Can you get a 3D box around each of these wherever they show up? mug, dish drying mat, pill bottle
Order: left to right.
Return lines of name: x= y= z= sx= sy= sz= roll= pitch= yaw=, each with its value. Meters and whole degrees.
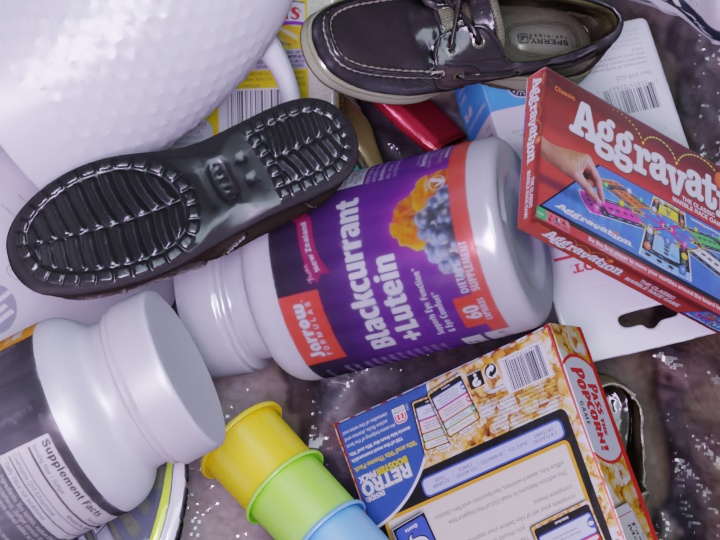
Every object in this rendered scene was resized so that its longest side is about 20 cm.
pill bottle: x=-0.182 y=0.095 z=1.480 sx=0.199 sy=0.116 sz=0.117 roll=-27 pitch=78 yaw=9
mug: x=-0.117 y=-0.122 z=1.523 sx=0.175 sy=0.148 sz=0.200 roll=-35 pitch=113 yaw=6
dish drying mat: x=-0.019 y=-0.141 z=1.643 sx=0.200 sy=0.077 sz=0.018 roll=44 pitch=105 yaw=5
pill bottle: x=0.000 y=0.000 z=1.547 sx=0.199 sy=0.111 sz=0.112 roll=-14 pitch=74 yaw=17

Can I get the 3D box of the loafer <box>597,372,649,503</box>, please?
loafer: x=0.127 y=0.150 z=1.575 sx=0.076 sy=0.067 sz=0.201 roll=4 pitch=73 yaw=-8

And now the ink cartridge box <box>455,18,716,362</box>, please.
ink cartridge box: x=0.141 y=-0.039 z=1.635 sx=0.115 sy=0.067 sz=0.201 roll=-12 pitch=75 yaw=-14

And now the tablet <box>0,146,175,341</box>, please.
tablet: x=-0.199 y=0.004 z=1.541 sx=0.200 sy=0.014 sz=0.130 roll=41 pitch=66 yaw=-29

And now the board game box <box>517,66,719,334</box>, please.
board game box: x=0.173 y=-0.031 z=1.565 sx=0.200 sy=0.019 sz=0.103 roll=26 pitch=52 yaw=-30

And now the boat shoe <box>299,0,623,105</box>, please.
boat shoe: x=0.060 y=-0.140 z=1.555 sx=0.199 sy=0.065 sz=0.073 roll=-7 pitch=71 yaw=-32

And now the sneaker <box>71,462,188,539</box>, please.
sneaker: x=-0.147 y=0.165 z=1.525 sx=0.081 sy=0.074 sz=0.201 roll=16 pitch=70 yaw=-1

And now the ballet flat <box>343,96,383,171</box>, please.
ballet flat: x=-0.042 y=-0.112 z=1.631 sx=0.200 sy=0.069 sz=0.063 roll=45 pitch=54 yaw=4

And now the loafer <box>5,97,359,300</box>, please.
loafer: x=-0.094 y=-0.028 z=1.485 sx=0.199 sy=0.071 sz=0.073 roll=-18 pitch=71 yaw=-8

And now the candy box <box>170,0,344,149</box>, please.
candy box: x=-0.108 y=-0.116 z=1.595 sx=0.199 sy=0.026 sz=0.103 roll=-1 pitch=85 yaw=11

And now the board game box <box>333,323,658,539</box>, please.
board game box: x=0.086 y=0.151 z=1.534 sx=0.151 sy=0.046 sz=0.201 roll=-25 pitch=74 yaw=25

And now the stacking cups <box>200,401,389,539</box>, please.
stacking cups: x=-0.008 y=0.165 z=1.528 sx=0.060 sy=0.061 sz=0.200 roll=-35 pitch=67 yaw=-17

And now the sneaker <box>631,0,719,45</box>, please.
sneaker: x=0.163 y=-0.188 z=1.629 sx=0.129 sy=0.080 sz=0.199 roll=2 pitch=29 yaw=-9
